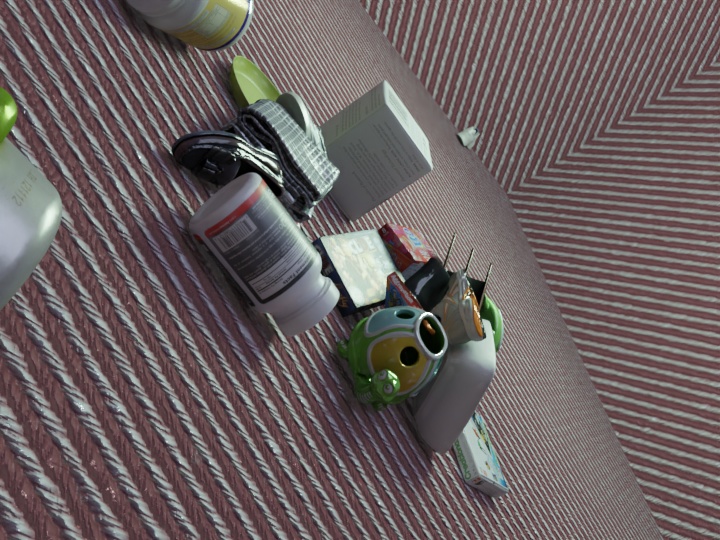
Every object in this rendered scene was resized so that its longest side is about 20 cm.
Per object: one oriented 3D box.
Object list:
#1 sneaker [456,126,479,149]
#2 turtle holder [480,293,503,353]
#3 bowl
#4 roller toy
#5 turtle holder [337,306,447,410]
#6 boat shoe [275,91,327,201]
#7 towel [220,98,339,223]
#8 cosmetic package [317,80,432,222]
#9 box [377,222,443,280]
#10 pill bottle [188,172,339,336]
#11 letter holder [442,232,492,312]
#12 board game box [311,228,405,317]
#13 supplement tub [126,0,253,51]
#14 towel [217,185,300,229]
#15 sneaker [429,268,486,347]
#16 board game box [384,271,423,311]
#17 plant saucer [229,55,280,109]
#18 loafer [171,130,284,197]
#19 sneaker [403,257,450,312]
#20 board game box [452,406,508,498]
[{"bbox_3d":[0.473,-0.571,3.883,0.075,0.087,0.200,57,16,2],"label":"sneaker"},{"bbox_3d":[0.248,0.143,1.930,0.132,0.140,0.187,37,25,-60],"label":"turtle holder"},{"bbox_3d":[0.148,0.183,1.536,0.074,0.201,0.200,23,25,-6],"label":"bowl"},{"bbox_3d":[-0.296,-0.020,0.597,0.140,0.199,0.183,49,54,-27],"label":"roller toy"},{"bbox_3d":[0.048,0.124,1.366,0.185,0.131,0.142,-2,68,-54],"label":"turtle holder"},{"bbox_3d":[-0.099,-0.221,1.605,0.072,0.069,0.203,-45,127,-52],"label":"boat shoe"},{"bbox_3d":[-0.125,-0.187,1.489,0.200,0.085,0.166,49,13,-9],"label":"towel"},{"bbox_3d":[0.017,-0.240,1.823,0.165,0.199,0.165,51,18,-22],"label":"cosmetic package"},{"bbox_3d":[0.074,-0.021,1.768,0.096,0.100,0.200,53,16,14],"label":"box"},{"bbox_3d":[-0.123,-0.018,1.194,0.201,0.115,0.116,53,18,-19],"label":"pill bottle"},{"bbox_3d":[0.195,0.043,1.785,0.143,0.100,0.201,99,11,-50],"label":"letter holder"},{"bbox_3d":[0.000,0.000,1.580,0.199,0.034,0.136,-13,72,-60],"label":"board game box"},{"bbox_3d":[-0.273,-0.440,1.438,0.146,0.145,0.200,62,17,12],"label":"supplement tub"},{"bbox_3d":[-0.147,-0.081,1.381,0.200,0.030,0.147,42,23,-42],"label":"towel"},{"bbox_3d":[0.150,0.063,1.523,0.200,0.091,0.076,-86,154,-68],"label":"sneaker"},{"bbox_3d":[0.076,0.089,1.549,0.103,0.019,0.201,53,-16,22],"label":"board game box"},{"bbox_3d":[-0.179,-0.298,1.659,0.200,0.031,0.201,50,20,-26],"label":"plant saucer"},{"bbox_3d":[-0.179,-0.147,1.293,0.199,0.072,0.063,8,50,-54],"label":"loafer"},{"bbox_3d":[0.119,0.070,1.641,0.075,0.106,0.201,34,-25,25],"label":"sneaker"},{"bbox_3d":[0.205,0.314,1.694,0.126,0.034,0.201,38,26,-48],"label":"board game box"}]
